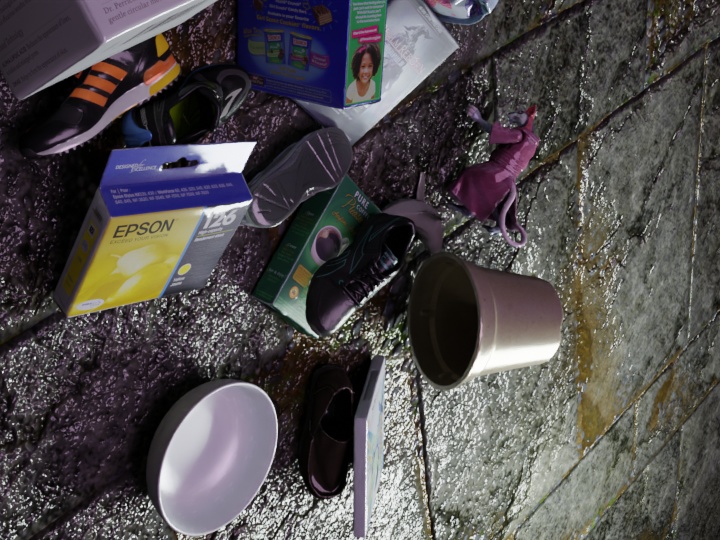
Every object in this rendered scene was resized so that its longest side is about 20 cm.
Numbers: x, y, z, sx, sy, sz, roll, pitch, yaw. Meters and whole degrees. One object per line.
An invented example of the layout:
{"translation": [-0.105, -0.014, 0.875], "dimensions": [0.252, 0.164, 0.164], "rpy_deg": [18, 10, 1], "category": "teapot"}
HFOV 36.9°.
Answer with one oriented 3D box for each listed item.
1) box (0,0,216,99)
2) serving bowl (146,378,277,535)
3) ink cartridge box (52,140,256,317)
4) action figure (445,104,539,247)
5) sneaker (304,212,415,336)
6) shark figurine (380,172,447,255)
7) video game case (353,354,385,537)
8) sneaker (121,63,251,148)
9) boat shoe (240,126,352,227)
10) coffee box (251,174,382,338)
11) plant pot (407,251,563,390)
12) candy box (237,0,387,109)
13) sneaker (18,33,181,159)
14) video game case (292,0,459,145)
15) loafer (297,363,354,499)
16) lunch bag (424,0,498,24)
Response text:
{"translation": [-0.224, -0.269, 0.962], "dimensions": [0.198, 0.199, 0.132], "rpy_deg": [-36, 105, -35], "category": "box"}
{"translation": [-0.196, 0.225, 1.356], "dimensions": [0.199, 0.065, 0.203], "rpy_deg": [-26, 125, -42], "category": "serving bowl"}
{"translation": [-0.212, -0.046, 1.162], "dimensions": [0.196, 0.047, 0.201], "rpy_deg": [-12, 146, -47], "category": "ink cartridge box"}
{"translation": [0.219, -0.162, 1.644], "dimensions": [0.133, 0.149, 0.201], "rpy_deg": [24, 100, -47], "category": "action figure"}
{"translation": [0.000, 0.000, 1.403], "dimensions": [0.075, 0.079, 0.201], "rpy_deg": [45, 66, -25], "category": "sneaker"}
{"translation": [0.075, -0.068, 1.547], "dimensions": [0.213, 0.089, 0.130], "rpy_deg": [-9, 112, -51], "category": "shark figurine"}
{"translation": [0.014, 0.256, 1.592], "dimensions": [0.183, 0.022, 0.203], "rpy_deg": [-68, 161, -64], "category": "video game case"}
{"translation": [-0.174, -0.173, 1.173], "dimensions": [0.200, 0.082, 0.072], "rpy_deg": [-43, 128, -52], "category": "sneaker"}
{"translation": [-0.085, -0.117, 1.352], "dimensions": [0.202, 0.064, 0.075], "rpy_deg": [-45, 118, -37], "category": "boat shoe"}
{"translation": [-0.053, -0.023, 1.439], "dimensions": [0.123, 0.044, 0.202], "rpy_deg": [40, 75, -51], "category": "coffee box"}
{"translation": [0.197, 0.075, 1.623], "dimensions": [0.181, 0.200, 0.203], "rpy_deg": [1, 107, -28], "category": "plant pot"}
{"translation": [-0.055, -0.298, 1.209], "dimensions": [0.077, 0.168, 0.203], "rpy_deg": [-24, 124, -48], "category": "candy box"}
{"translation": [-0.274, -0.190, 1.081], "dimensions": [0.200, 0.069, 0.091], "rpy_deg": [-42, 120, -32], "category": "sneaker"}
{"translation": [0.019, -0.257, 1.367], "dimensions": [0.199, 0.019, 0.143], "rpy_deg": [-41, 143, 12], "category": "video game case"}
{"translation": [-0.045, 0.238, 1.532], "dimensions": [0.072, 0.071, 0.203], "rpy_deg": [-4, 106, -21], "category": "loafer"}
{"translation": [0.116, -0.411, 1.347], "dimensions": [0.127, 0.198, 0.171], "rpy_deg": [39, 76, -51], "category": "lunch bag"}
